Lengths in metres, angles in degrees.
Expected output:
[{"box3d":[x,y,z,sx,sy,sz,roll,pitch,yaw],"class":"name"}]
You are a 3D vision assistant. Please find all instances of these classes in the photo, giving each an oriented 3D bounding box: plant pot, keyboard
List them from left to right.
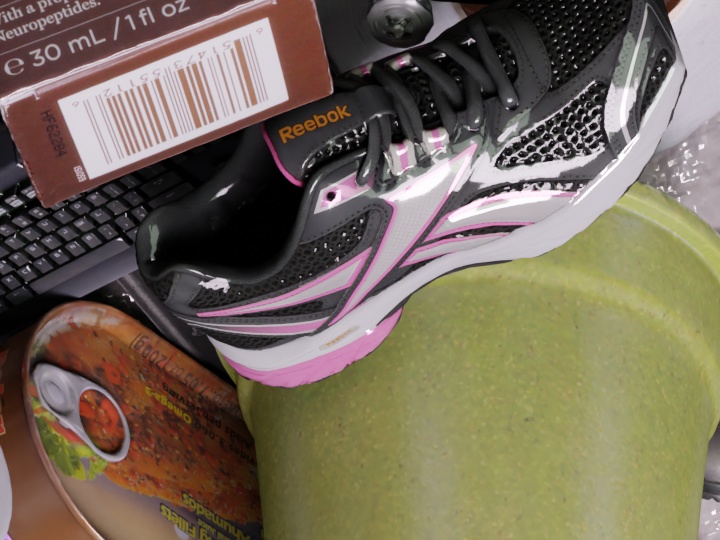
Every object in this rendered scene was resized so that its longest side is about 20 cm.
[{"box3d":[-0.106,-0.038,1.006,0.200,0.021,0.127,-27,131,31],"class":"keyboard"},{"box3d":[0.041,0.092,1.026,0.200,0.184,0.200,2,144,1],"class":"plant pot"}]

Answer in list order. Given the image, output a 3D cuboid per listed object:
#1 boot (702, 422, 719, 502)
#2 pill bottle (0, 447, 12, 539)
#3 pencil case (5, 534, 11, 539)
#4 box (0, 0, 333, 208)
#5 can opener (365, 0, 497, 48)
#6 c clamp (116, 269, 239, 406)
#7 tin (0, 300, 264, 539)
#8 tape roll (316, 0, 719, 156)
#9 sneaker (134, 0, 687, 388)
[{"box3d":[0.205,0.006,1.185,0.200,0.068,0.131,-21,119,-17],"class":"boot"},{"box3d":[-0.219,0.104,0.980,0.200,0.114,0.114,-35,127,25],"class":"pill bottle"},{"box3d":[-0.119,0.111,1.104,0.084,0.086,0.200,-47,122,5],"class":"pencil case"},{"box3d":[-0.090,-0.132,0.901,0.100,0.200,0.075,-22,154,-5],"class":"box"},{"box3d":[-0.040,-0.115,0.963,0.200,0.079,0.063,1,153,7],"class":"can opener"},{"box3d":[0.000,0.000,1.082,0.171,0.027,0.200,-18,139,26],"class":"c clamp"},{"box3d":[-0.065,0.090,1.088,0.042,0.112,0.200,-33,131,25],"class":"tin"},{"box3d":[0.068,-0.133,1.045,0.200,0.066,0.200,-9,120,-15],"class":"tape roll"},{"box3d":[0.012,-0.035,0.935,0.200,0.080,0.086,-41,144,17],"class":"sneaker"}]
